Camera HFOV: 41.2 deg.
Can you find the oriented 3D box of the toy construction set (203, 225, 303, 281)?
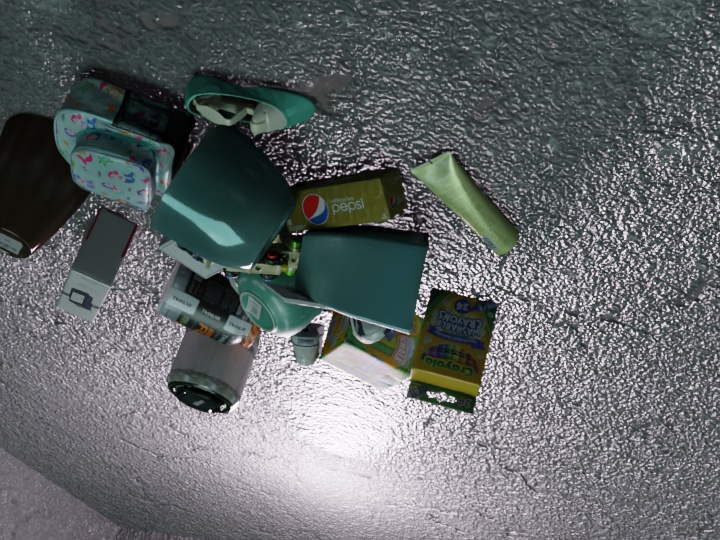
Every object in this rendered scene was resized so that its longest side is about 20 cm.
[{"bbox_3d":[-0.178,-0.040,1.597,0.196,0.132,0.093,-7,133,-3],"label":"toy construction set"}]

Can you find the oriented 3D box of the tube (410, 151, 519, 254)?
[{"bbox_3d":[0.166,-0.104,1.455,0.200,0.058,0.052,41,-175,-28],"label":"tube"}]

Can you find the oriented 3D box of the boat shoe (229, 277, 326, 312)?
[{"bbox_3d":[-0.149,0.033,1.825,0.199,0.076,0.092,29,142,-33],"label":"boat shoe"}]

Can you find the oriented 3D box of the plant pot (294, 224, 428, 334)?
[{"bbox_3d":[0.000,0.000,1.543,0.197,0.144,0.141,11,-170,3],"label":"plant pot"}]

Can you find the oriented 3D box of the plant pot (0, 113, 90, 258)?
[{"bbox_3d":[-0.566,-0.129,1.645,0.184,0.202,0.188,13,150,8],"label":"plant pot"}]

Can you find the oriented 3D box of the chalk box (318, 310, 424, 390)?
[{"bbox_3d":[0.043,0.142,1.837,0.198,0.126,0.124,27,149,-16],"label":"chalk box"}]

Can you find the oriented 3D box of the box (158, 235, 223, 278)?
[{"bbox_3d":[-0.266,-0.061,1.735,0.116,0.061,0.199,34,146,-26],"label":"box"}]

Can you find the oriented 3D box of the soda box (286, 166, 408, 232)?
[{"bbox_3d":[-0.028,-0.110,1.501,0.198,0.064,0.069,-6,108,33],"label":"soda box"}]

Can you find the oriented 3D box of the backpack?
[{"bbox_3d":[-0.379,-0.200,1.496,0.198,0.152,0.178,25,151,-3],"label":"backpack"}]

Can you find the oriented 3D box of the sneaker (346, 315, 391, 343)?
[{"bbox_3d":[-0.013,0.035,1.667,0.079,0.200,0.130,-31,119,10],"label":"sneaker"}]

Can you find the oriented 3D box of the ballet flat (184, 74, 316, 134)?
[{"bbox_3d":[-0.165,-0.232,1.394,0.197,0.071,0.068,13,149,9],"label":"ballet flat"}]

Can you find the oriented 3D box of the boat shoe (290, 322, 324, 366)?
[{"bbox_3d":[-0.105,0.146,1.883,0.070,0.071,0.200,2,-173,-4],"label":"boat shoe"}]

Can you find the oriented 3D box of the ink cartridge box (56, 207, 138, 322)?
[{"bbox_3d":[-0.515,-0.008,1.869,0.083,0.146,0.200,26,149,-14],"label":"ink cartridge box"}]

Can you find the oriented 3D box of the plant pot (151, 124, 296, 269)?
[{"bbox_3d":[-0.195,-0.098,1.461,0.160,0.201,0.201,36,148,-1],"label":"plant pot"}]

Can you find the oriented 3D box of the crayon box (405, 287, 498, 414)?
[{"bbox_3d":[0.163,0.139,1.690,0.124,0.202,0.052,13,150,7],"label":"crayon box"}]

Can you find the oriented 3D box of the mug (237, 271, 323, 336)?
[{"bbox_3d":[-0.138,0.053,1.701,0.151,0.114,0.187,6,129,49],"label":"mug"}]

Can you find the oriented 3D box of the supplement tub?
[{"bbox_3d":[-0.292,0.068,1.896,0.198,0.124,0.123,26,149,-13],"label":"supplement tub"}]

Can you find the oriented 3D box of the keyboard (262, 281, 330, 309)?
[{"bbox_3d":[-0.073,0.044,1.547,0.199,0.011,0.056,13,-158,-50],"label":"keyboard"}]

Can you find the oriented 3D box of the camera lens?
[{"bbox_3d":[-0.306,0.186,2.009,0.157,0.202,0.161,14,153,7],"label":"camera lens"}]
